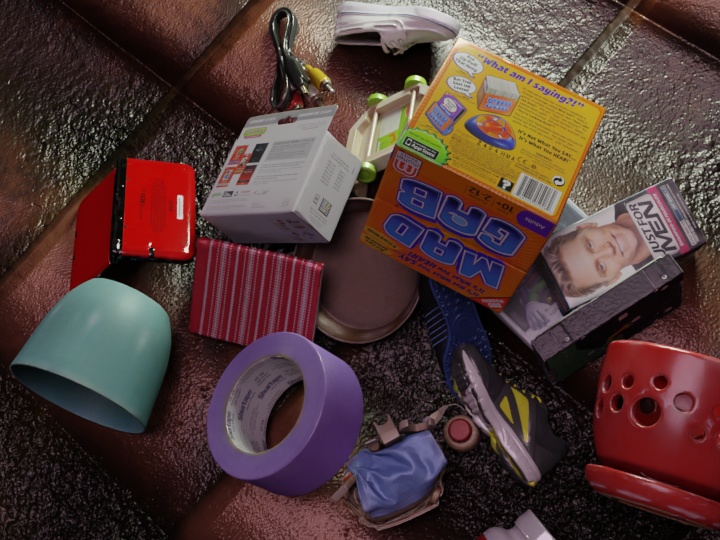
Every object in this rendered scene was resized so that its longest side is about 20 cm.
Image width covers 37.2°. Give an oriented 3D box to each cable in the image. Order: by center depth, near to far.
[{"bbox_3d":[-0.107,-0.315,1.652,0.097,0.050,0.200,-36,53,20],"label":"cable"}]

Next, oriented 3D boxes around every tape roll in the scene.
[{"bbox_3d":[-0.100,0.188,1.402,0.200,0.085,0.200,-20,54,31],"label":"tape roll"}]

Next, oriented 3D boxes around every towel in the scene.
[{"bbox_3d":[-0.150,0.038,1.507,0.200,0.022,0.145,12,104,19],"label":"towel"}]

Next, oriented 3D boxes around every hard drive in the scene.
[{"bbox_3d":[0.310,0.064,1.341,0.200,0.140,0.038,-34,66,3],"label":"hard drive"}]

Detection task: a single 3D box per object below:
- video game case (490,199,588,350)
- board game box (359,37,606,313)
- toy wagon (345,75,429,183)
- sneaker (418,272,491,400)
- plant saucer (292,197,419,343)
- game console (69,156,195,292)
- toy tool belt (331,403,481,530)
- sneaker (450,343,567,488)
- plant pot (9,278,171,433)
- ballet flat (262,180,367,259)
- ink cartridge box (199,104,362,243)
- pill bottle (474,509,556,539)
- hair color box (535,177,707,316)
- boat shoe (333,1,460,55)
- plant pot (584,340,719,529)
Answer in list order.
[{"bbox_3d":[0.223,-0.025,1.425,0.182,0.023,0.200,-44,81,-8],"label":"video game case"},{"bbox_3d":[0.145,-0.113,1.297,0.200,0.200,0.200,27,56,4],"label":"board game box"},{"bbox_3d":[0.063,-0.206,1.507,0.200,0.040,0.155,-20,43,33],"label":"toy wagon"},{"bbox_3d":[0.122,0.070,1.408,0.070,0.078,0.200,-14,107,-9],"label":"sneaker"},{"bbox_3d":[0.000,0.000,1.478,0.200,0.034,0.201,0,91,25],"label":"plant saucer"},{"bbox_3d":[-0.338,-0.060,1.596,0.172,0.119,0.200,5,48,-14],"label":"game console"},{"bbox_3d":[0.061,0.242,1.356,0.200,0.123,0.125,-34,66,2],"label":"toy tool belt"},{"bbox_3d":[0.188,0.175,1.362,0.085,0.074,0.200,-30,90,-17],"label":"sneaker"},{"bbox_3d":[-0.355,0.110,1.484,0.200,0.201,0.161,15,64,19],"label":"plant pot"},{"bbox_3d":[-0.064,-0.063,1.531,0.200,0.057,0.066,-46,67,-3],"label":"ballet flat"},{"bbox_3d":[-0.104,-0.132,1.504,0.200,0.084,0.176,2,61,44],"label":"ink cartridge box"},{"bbox_3d":[0.155,0.384,1.287,0.200,0.112,0.112,-40,66,-1],"label":"pill bottle"},{"bbox_3d":[0.332,-0.030,1.384,0.200,0.061,0.100,-26,79,-4],"label":"hair color box"},{"bbox_3d":[0.052,-0.354,1.600,0.200,0.074,0.065,11,79,29],"label":"boat shoe"},{"bbox_3d":[0.364,0.194,1.251,0.200,0.200,0.183,16,80,20],"label":"plant pot"}]
